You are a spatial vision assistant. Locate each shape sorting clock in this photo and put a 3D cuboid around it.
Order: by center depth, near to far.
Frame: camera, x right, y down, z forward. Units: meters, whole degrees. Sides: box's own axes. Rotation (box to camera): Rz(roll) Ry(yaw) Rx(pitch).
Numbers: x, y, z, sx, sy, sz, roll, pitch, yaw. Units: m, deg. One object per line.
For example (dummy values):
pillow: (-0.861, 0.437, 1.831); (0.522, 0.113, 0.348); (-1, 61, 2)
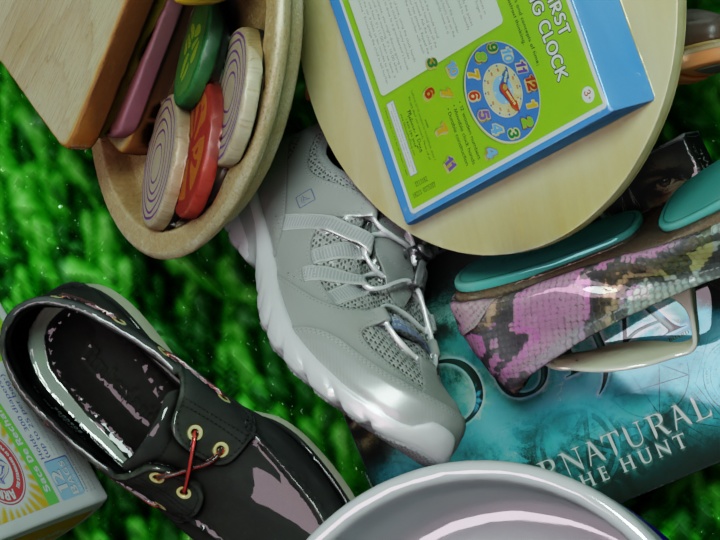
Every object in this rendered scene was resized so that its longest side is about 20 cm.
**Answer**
shape sorting clock: (0.050, -0.107, 1.049); (0.199, 0.039, 0.201); (9, 103, 45)

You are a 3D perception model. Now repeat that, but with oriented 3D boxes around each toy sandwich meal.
toy sandwich meal: (-0.096, -0.105, 1.122); (0.205, 0.070, 0.206); (-15, 72, 58)

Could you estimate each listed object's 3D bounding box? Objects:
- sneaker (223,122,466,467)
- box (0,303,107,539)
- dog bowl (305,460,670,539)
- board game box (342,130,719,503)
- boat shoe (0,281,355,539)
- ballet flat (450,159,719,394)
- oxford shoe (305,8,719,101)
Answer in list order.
sneaker: (0.000, 0.000, 1.101); (0.082, 0.075, 0.200); (-42, 47, 12)
box: (-0.227, 0.057, 1.222); (0.101, 0.112, 0.201); (-33, 84, 23)
dog bowl: (0.056, 0.181, 1.046); (0.199, 0.079, 0.201); (-4, 78, 18)
board game box: (0.085, 0.041, 1.131); (0.199, 0.028, 0.136); (-26, 86, 23)
boat shoe: (-0.084, 0.082, 1.192); (0.201, 0.063, 0.074); (40, 106, 13)
ballet flat: (0.131, -0.002, 1.063); (0.199, 0.069, 0.071); (-25, 104, 26)
oxford shoe: (0.066, -0.108, 1.102); (0.199, 0.071, 0.073); (1, 92, 24)
